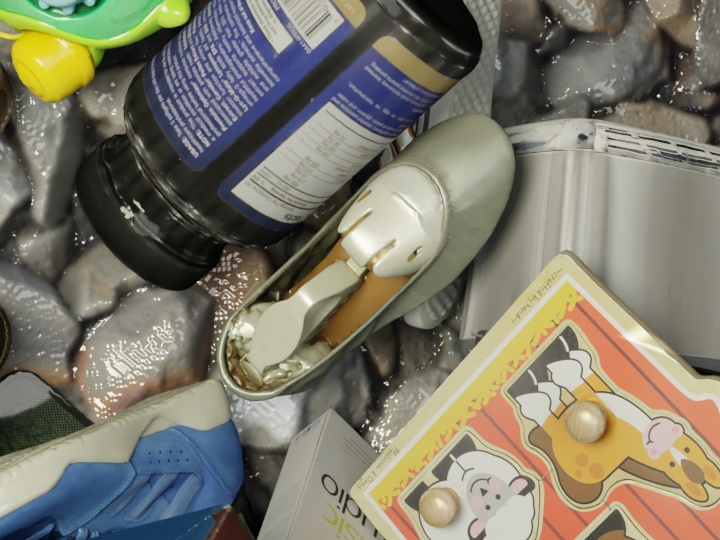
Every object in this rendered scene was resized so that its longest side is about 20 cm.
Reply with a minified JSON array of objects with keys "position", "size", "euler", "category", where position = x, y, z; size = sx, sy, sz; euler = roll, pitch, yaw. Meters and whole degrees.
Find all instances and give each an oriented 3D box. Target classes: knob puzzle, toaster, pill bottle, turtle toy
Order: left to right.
[{"position":[-0.152,-0.190,0.827],"size":[0.146,0.101,0.200],"euler":[-41,74,-18],"category":"turtle toy"},{"position":[-0.046,-0.083,0.831],"size":[0.200,0.112,0.112],"euler":[-40,102,20],"category":"pill bottle"},{"position":[0.107,0.124,0.802],"size":[0.218,0.030,0.222],"euler":[4,99,26],"category":"knob puzzle"},{"position":[0.133,-0.005,0.905],"size":[0.198,0.113,0.131],"euler":[8,83,-33],"category":"toaster"}]

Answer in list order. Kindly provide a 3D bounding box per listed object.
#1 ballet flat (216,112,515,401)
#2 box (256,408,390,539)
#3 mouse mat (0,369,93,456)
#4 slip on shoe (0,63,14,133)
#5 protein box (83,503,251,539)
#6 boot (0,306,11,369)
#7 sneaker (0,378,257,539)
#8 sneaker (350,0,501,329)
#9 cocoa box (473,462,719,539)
[{"position":[0.000,0.000,0.852],"size":[0.200,0.064,0.068],"euler":[-45,76,26],"category":"ballet flat"},{"position":[0.008,0.173,0.844],"size":[0.036,0.200,0.144],"euler":[-40,103,24],"category":"box"},{"position":[-0.160,0.173,0.887],"size":[0.200,0.008,0.161],"euler":[43,79,-13],"category":"mouse mat"},{"position":[-0.248,-0.033,0.833],"size":[0.200,0.061,0.076],"euler":[-46,101,-11],"category":"slip on shoe"},{"position":[-0.109,0.237,0.719],"size":[0.197,0.135,0.201],"euler":[-17,112,28],"category":"protein box"},{"position":[-0.241,0.093,0.814],"size":[0.074,0.097,0.201],"euler":[32,82,-7],"category":"boot"},{"position":[-0.122,0.131,0.822],"size":[0.199,0.076,0.112],"euler":[-20,92,-56],"category":"sneaker"},{"position":[0.025,-0.073,0.908],"size":[0.079,0.078,0.202],"euler":[12,103,27],"category":"sneaker"},{"position":[0.177,0.143,0.865],"size":[0.198,0.131,0.135],"euler":[-4,100,27],"category":"cocoa box"}]
